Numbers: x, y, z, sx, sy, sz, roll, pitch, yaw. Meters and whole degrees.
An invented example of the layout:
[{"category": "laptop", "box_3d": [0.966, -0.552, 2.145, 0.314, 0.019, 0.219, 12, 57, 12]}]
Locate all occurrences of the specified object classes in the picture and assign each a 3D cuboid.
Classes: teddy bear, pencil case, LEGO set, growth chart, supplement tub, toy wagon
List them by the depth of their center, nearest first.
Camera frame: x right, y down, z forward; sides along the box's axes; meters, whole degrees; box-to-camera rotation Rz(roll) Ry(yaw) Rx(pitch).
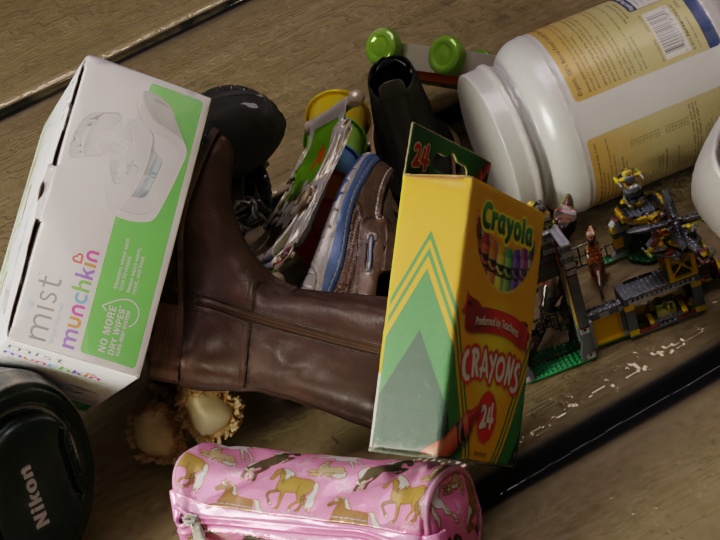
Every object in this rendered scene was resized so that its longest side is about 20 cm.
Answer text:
[{"category": "pencil case", "box_3d": [-0.022, 0.153, 1.075, 0.199, 0.083, 0.087, 1, 49, 27]}, {"category": "LEGO set", "box_3d": [0.149, -0.020, 1.212, 0.199, 0.116, 0.154, -16, 32, 4]}, {"category": "teddy bear", "box_3d": [-0.124, 0.047, 1.259, 0.145, 0.067, 0.201, -43, 46, 24]}, {"category": "supplement tub", "box_3d": [0.188, -0.130, 1.333, 0.199, 0.145, 0.145, -22, 32, -6]}, {"category": "growth chart", "box_3d": [-0.053, -0.053, 1.360, 0.145, 0.018, 0.201, -32, 32, 62]}, {"category": "toy wagon", "box_3d": [0.106, -0.172, 1.469, 0.199, 0.040, 0.155, 14, 7, 39]}]

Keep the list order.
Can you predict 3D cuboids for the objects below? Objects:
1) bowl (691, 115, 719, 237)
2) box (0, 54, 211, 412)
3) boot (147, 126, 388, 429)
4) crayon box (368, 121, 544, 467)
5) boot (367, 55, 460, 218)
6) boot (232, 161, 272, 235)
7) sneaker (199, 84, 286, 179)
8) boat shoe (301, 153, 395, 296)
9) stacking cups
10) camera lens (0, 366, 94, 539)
[{"category": "bowl", "box_3d": [0.318, -0.047, 1.145, 0.199, 0.075, 0.200, 40, 52, 4]}, {"category": "box", "box_3d": [-0.190, -0.021, 1.186, 0.176, 0.096, 0.201, 148, 137, -66]}, {"category": "boot", "box_3d": [-0.033, 0.009, 1.186, 0.199, 0.188, 0.064, 11, -7, -2]}, {"category": "crayon box", "box_3d": [0.064, 0.018, 1.074, 0.050, 0.202, 0.127, 4, -6, 28]}, {"category": "boot", "box_3d": [0.037, -0.136, 1.425, 0.077, 0.139, 0.200, -19, 31, -1]}, {"category": "boot", "box_3d": [-0.150, -0.016, 1.367, 0.173, 0.069, 0.200, -26, 27, 19]}, {"category": "sneaker", "box_3d": [-0.142, -0.073, 1.339, 0.199, 0.076, 0.091, -25, 30, 28]}, {"category": "boat shoe", "box_3d": [0.000, 0.000, 1.292, 0.072, 0.072, 0.201, 19, 56, 1]}, {"category": "stacking cups", "box_3d": [-0.030, -0.078, 1.445, 0.060, 0.061, 0.201, -10, 34, 14]}, {"category": "camera lens", "box_3d": [-0.292, 0.139, 1.158, 0.199, 0.161, 0.160, 4, 39, 32]}]
